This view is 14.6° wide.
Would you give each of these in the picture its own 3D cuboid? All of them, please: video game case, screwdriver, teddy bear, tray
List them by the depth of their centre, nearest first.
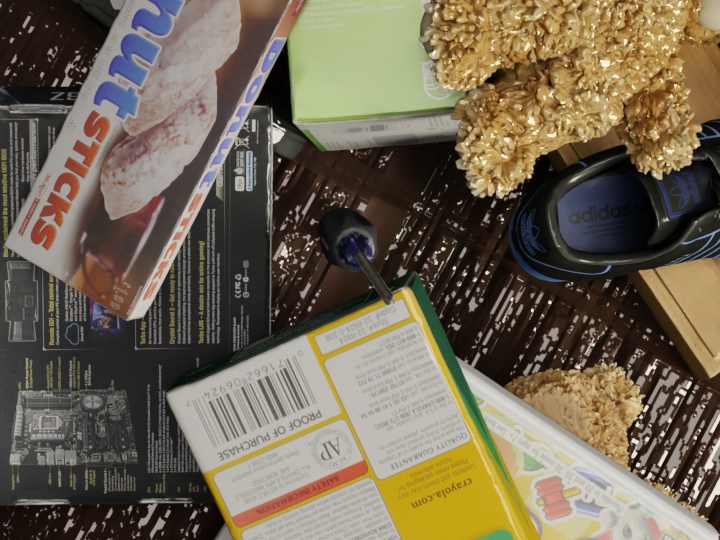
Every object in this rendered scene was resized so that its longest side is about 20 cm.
[{"bbox_3d":[0.111,-0.110,1.256,0.200,0.067,0.145,-10,94,-33],"label":"teddy bear"},{"bbox_3d":[0.000,0.000,1.311,0.028,0.200,0.029,22,102,-10],"label":"screwdriver"},{"bbox_3d":[0.039,0.145,1.343,0.200,0.023,0.182,33,101,-1],"label":"video game case"},{"bbox_3d":[0.107,0.145,1.384,0.145,0.067,0.200,-32,95,5],"label":"teddy bear"},{"bbox_3d":[0.156,-0.055,1.406,0.099,0.037,0.200,-34,91,-5],"label":"tray"}]

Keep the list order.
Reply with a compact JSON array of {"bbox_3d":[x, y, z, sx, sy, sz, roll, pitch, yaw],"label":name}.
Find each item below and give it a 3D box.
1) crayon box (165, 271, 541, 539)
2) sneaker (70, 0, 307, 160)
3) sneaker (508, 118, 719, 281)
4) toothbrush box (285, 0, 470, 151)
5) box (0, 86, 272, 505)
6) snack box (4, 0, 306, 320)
[{"bbox_3d":[0.009,0.118,1.305,0.126,0.052,0.200,-24,95,9],"label":"crayon box"},{"bbox_3d":[-0.084,-0.152,1.380,0.200,0.060,0.104,38,89,2],"label":"sneaker"},{"bbox_3d":[0.171,-0.038,1.349,0.200,0.078,0.070,-18,88,-5],"label":"sneaker"},{"bbox_3d":[0.006,-0.164,1.341,0.086,0.146,0.200,-4,88,4],"label":"toothbrush box"},{"bbox_3d":[-0.122,0.013,1.346,0.160,0.044,0.200,-1,105,-4],"label":"box"},{"bbox_3d":[-0.087,-0.081,1.276,0.072,0.024,0.200,31,102,14],"label":"snack box"}]
